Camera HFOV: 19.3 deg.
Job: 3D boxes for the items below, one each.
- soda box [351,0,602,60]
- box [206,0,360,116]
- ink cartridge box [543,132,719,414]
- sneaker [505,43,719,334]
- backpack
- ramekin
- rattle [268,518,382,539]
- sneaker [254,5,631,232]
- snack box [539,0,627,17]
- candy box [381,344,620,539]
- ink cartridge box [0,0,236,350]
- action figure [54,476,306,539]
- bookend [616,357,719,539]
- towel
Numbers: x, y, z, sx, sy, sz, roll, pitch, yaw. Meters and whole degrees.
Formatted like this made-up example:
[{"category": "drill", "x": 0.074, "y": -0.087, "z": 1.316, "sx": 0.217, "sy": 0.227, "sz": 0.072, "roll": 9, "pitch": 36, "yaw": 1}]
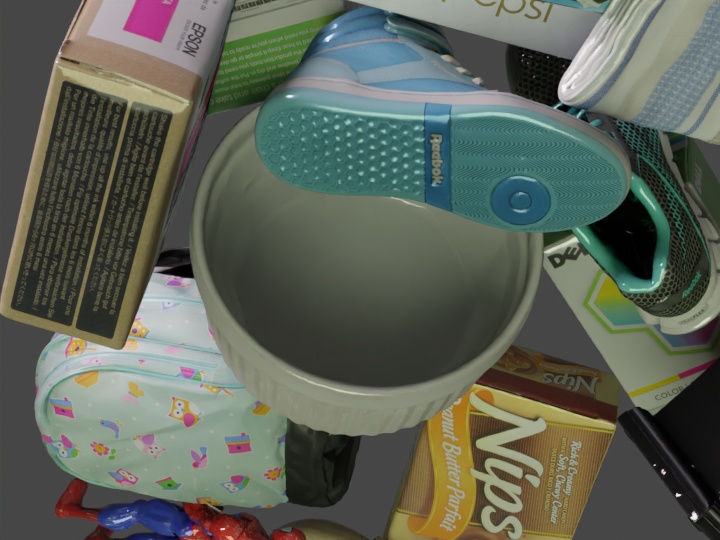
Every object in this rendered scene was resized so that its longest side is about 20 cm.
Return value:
[{"category": "soda box", "x": 0.048, "y": -0.176, "z": 1.147, "sx": 0.199, "sy": 0.064, "sz": 0.068, "roll": 13, "pitch": 120, "yaw": -13}, {"category": "box", "x": -0.089, "y": -0.186, "z": 1.202, "sx": 0.144, "sy": 0.036, "sz": 0.201, "roll": -12, "pitch": 119, "yaw": 16}, {"category": "ink cartridge box", "x": 0.172, "y": -0.011, "z": 1.257, "sx": 0.103, "sy": 0.059, "sz": 0.200, "roll": -24, "pitch": 116, "yaw": 22}, {"category": "sneaker", "x": 0.136, "y": -0.060, "z": 1.171, "sx": 0.077, "sy": 0.091, "sz": 0.201, "roll": -36, "pitch": 72, "yaw": 18}, {"category": "backpack", "x": -0.100, "y": 0.069, "z": 1.314, "sx": 0.199, "sy": 0.127, "sz": 0.168, "roll": 10, "pitch": 127, "yaw": 7}, {"category": "ramekin", "x": 0.000, "y": 0.000, "z": 1.213, "sx": 0.199, "sy": 0.201, "sz": 0.105, "roll": 13, "pitch": 153, "yaw": 0}, {"category": "rattle", "x": -0.068, "y": 0.247, "z": 1.384, "sx": 0.199, "sy": 0.143, "sz": 0.131, "roll": -4, "pitch": 126, "yaw": 28}, {"category": "sneaker", "x": 0.052, "y": -0.092, "z": 1.140, "sx": 0.199, "sy": 0.131, "sz": 0.080, "roll": 12, "pitch": 127, "yaw": 5}, {"category": "snack box", "x": 0.165, "y": -0.184, "z": 1.090, "sx": 0.199, "sy": 0.037, "sz": 0.117, "roll": 5, "pitch": 124, "yaw": -38}, {"category": "candy box", "x": 0.085, "y": 0.143, "z": 1.373, "sx": 0.115, "sy": 0.055, "sz": 0.201, "roll": 16, "pitch": 124, "yaw": 0}, {"category": "ink cartridge box", "x": -0.123, "y": -0.083, "z": 1.133, "sx": 0.075, "sy": 0.200, "sz": 0.165, "roll": 18, "pitch": 125, "yaw": -3}, {"category": "action figure", "x": -0.112, "y": 0.168, "z": 1.380, "sx": 0.199, "sy": 0.052, "sz": 0.066, "roll": 6, "pitch": 133, "yaw": 42}, {"category": "bookend", "x": 0.282, "y": 0.092, "z": 1.163, "sx": 0.200, "sy": 0.092, "sz": 0.199, "roll": -41, "pitch": 130, "yaw": 6}, {"category": "towel", "x": 0.209, "y": -0.128, "z": 1.126, "sx": 0.199, "sy": 0.024, "sz": 0.147, "roll": 10, "pitch": 124, "yaw": -41}]
